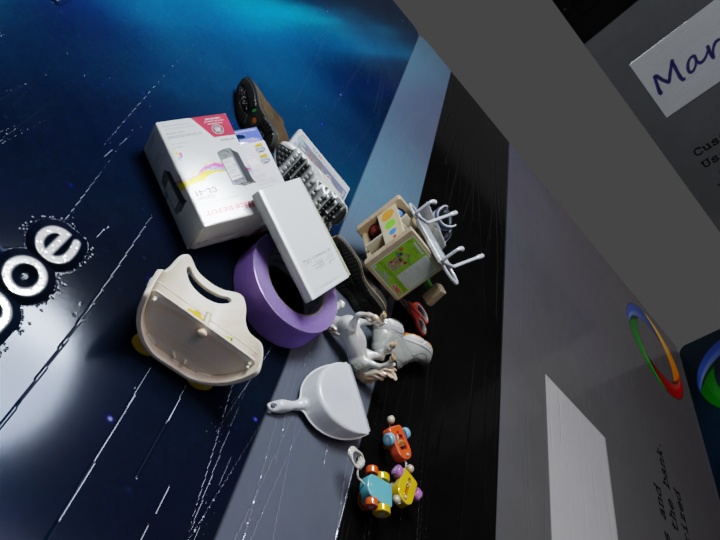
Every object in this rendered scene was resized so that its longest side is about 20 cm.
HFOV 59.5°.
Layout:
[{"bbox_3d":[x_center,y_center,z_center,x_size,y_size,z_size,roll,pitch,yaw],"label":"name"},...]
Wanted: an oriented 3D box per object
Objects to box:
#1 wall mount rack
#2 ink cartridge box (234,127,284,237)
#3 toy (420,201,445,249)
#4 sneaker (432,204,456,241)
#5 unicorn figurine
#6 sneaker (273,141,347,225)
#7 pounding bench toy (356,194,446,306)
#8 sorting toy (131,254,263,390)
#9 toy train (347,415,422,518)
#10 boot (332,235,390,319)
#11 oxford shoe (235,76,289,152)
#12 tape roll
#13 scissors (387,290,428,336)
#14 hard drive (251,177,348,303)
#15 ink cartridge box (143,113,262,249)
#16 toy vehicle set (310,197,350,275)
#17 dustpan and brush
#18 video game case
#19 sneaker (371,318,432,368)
[{"bbox_3d":[0.185,-0.071,1.335,0.204,0.074,0.173,62,18,16],"label":"wall mount rack"},{"bbox_3d":[-0.210,-0.173,1.215,0.117,0.042,0.204,-20,81,-36],"label":"ink cartridge box"},{"bbox_3d":[0.153,-0.057,1.478,0.046,0.201,0.118,-9,64,-27],"label":"toy"},{"bbox_3d":[0.225,-0.124,1.710,0.198,0.108,0.072,-12,71,-55],"label":"sneaker"},{"bbox_3d":[-0.006,0.122,1.201,0.073,0.134,0.206,-3,78,-63],"label":"unicorn figurine"},{"bbox_3d":[-0.104,-0.184,1.302,0.201,0.074,0.082,49,19,-22],"label":"sneaker"},{"bbox_3d":[0.100,-0.032,1.377,0.200,0.123,0.158,46,18,-32],"label":"pounding bench toy"},{"bbox_3d":[-0.242,0.063,0.958,0.199,0.106,0.182,40,29,-23],"label":"sorting toy"},{"bbox_3d":[0.037,0.351,1.111,0.198,0.055,0.153,-3,63,-57],"label":"toy train"},{"bbox_3d":[0.000,0.000,1.354,0.204,0.076,0.139,62,26,-15],"label":"boot"},{"bbox_3d":[-0.210,-0.326,1.346,0.083,0.072,0.204,6,52,-53],"label":"oxford shoe"},{"bbox_3d":[-0.133,0.034,1.146,0.198,0.065,0.204,33,39,-31],"label":"tape roll"},{"bbox_3d":[0.106,0.075,1.430,0.201,0.014,0.075,49,36,-37],"label":"scissors"},{"bbox_3d":[-0.102,-0.057,1.113,0.131,0.026,0.204,-30,94,-57],"label":"hard drive"},{"bbox_3d":[-0.265,-0.158,1.095,0.145,0.085,0.204,-20,77,-41],"label":"ink cartridge box"},{"bbox_3d":[-0.104,-0.062,1.173,0.123,0.026,0.204,-24,85,-57],"label":"toy vehicle set"},{"bbox_3d":[-0.076,0.225,1.079,0.198,0.057,0.143,18,47,-53],"label":"dustpan and brush"},{"bbox_3d":[-0.108,-0.197,1.384,0.183,0.023,0.202,48,33,-19],"label":"video game case"},{"bbox_3d":[0.080,0.173,1.318,0.199,0.074,0.095,35,64,-43],"label":"sneaker"}]
